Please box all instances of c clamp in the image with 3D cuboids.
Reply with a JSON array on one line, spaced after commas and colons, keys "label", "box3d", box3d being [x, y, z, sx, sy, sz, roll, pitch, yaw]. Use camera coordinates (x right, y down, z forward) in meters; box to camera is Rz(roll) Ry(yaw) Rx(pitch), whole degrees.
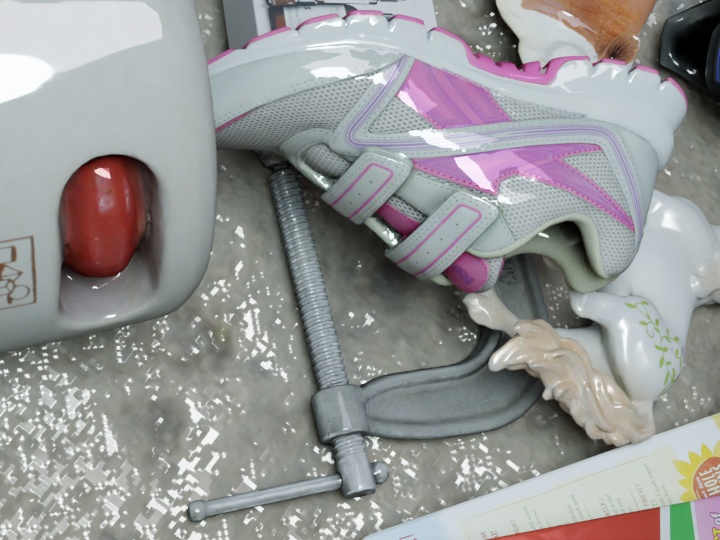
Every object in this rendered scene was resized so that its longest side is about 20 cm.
[{"label": "c clamp", "box3d": [0.000, 0.000, 0.807, 0.170, 0.027, 0.201, -2, 70, -18]}]

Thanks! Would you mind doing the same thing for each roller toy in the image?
[{"label": "roller toy", "box3d": [-0.140, -0.062, 0.702, 0.139, 0.200, 0.184, -12, 93, -19]}]

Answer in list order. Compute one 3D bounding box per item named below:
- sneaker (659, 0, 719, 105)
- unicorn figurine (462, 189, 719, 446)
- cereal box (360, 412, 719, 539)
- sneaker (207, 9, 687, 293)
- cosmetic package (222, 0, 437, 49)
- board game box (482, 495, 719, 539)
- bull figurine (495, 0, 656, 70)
[{"label": "sneaker", "box3d": [0.201, -0.084, 0.818, 0.077, 0.200, 0.071, -1, 101, -18]}, {"label": "unicorn figurine", "box3d": [0.126, -0.005, 0.825, 0.137, 0.074, 0.201, 36, 66, -10]}, {"label": "cereal box", "box3d": [0.107, 0.149, 0.774, 0.199, 0.040, 0.145, -16, 75, -21]}, {"label": "sneaker", "box3d": [0.029, -0.039, 0.722, 0.198, 0.081, 0.089, 7, 76, -10]}, {"label": "cosmetic package", "box3d": [-0.020, -0.151, 0.832, 0.082, 0.051, 0.201, 0, 60, -18]}, {"label": "board game box", "box3d": [0.115, 0.169, 0.724, 0.199, 0.040, 0.154, -8, 74, -19]}, {"label": "bull figurine", "box3d": [0.102, -0.154, 0.874, 0.121, 0.065, 0.200, 39, 63, -2]}]
